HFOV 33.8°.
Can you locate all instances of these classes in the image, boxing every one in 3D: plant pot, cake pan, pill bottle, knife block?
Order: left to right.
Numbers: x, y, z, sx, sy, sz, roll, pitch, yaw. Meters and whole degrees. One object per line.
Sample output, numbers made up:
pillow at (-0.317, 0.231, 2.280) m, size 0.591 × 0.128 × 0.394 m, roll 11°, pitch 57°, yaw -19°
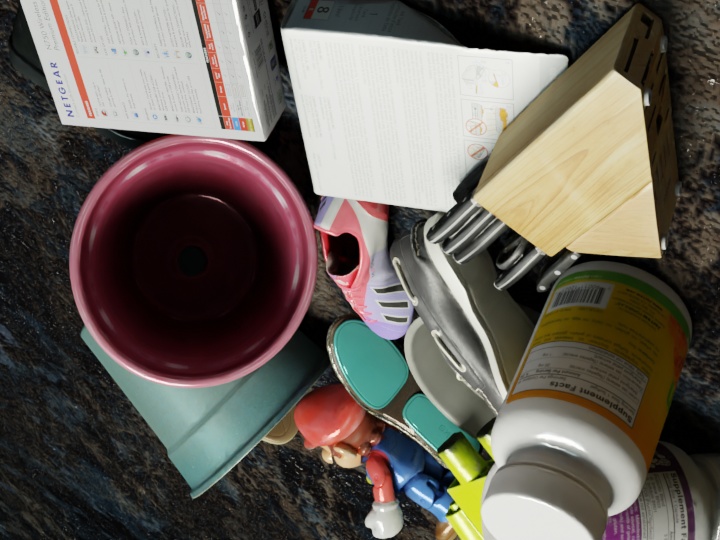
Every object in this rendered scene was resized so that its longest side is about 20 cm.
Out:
plant pot at (-0.141, -0.010, 1.009) m, size 0.199 × 0.201 × 0.179 m, roll 41°, pitch 176°, yaw -7°
plant pot at (-0.161, 0.084, 1.179) m, size 0.196 × 0.200 × 0.200 m, roll 46°, pitch 149°, yaw -1°
cake pan at (0.131, 0.094, 1.025) m, size 0.198 × 0.037 × 0.202 m, roll 26°, pitch 148°, yaw 18°
knife block at (0.113, -0.070, 0.766) m, size 0.173 × 0.065 × 0.202 m, roll 5°, pitch 139°, yaw 25°
pill bottle at (0.157, 0.101, 0.836) m, size 0.109 × 0.201 × 0.112 m, roll 19°, pitch 144°, yaw 15°
pill bottle at (0.203, 0.193, 0.931) m, size 0.196 × 0.114 × 0.113 m, roll -1°, pitch 156°, yaw -19°

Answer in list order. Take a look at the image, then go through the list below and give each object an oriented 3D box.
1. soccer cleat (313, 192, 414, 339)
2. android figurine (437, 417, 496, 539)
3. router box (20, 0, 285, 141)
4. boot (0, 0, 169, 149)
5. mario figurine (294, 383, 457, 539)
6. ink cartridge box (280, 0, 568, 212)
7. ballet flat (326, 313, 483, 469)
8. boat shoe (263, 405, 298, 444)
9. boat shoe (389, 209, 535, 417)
soccer cleat at (0.000, 0.000, 0.993) m, size 0.066 × 0.077 × 0.202 m, roll 20°, pitch 145°, yaw 25°
android figurine at (0.155, 0.226, 1.063) m, size 0.201 × 0.041 × 0.181 m, roll 54°, pitch 141°, yaw -5°
router box at (-0.156, -0.195, 0.850) m, size 0.176 × 0.049 × 0.202 m, roll 7°, pitch 133°, yaw 17°
boot at (-0.211, -0.199, 0.956) m, size 0.196 × 0.074 × 0.163 m, roll 31°, pitch 143°, yaw 7°
mario figurine at (0.016, 0.191, 1.185) m, size 0.199 × 0.107 × 0.123 m, roll 35°, pitch -178°, yaw -6°
ink cartridge box at (0.051, -0.114, 0.839) m, size 0.196 × 0.051 × 0.164 m, roll 7°, pitch 141°, yaw 15°
ballet flat at (0.036, 0.117, 1.139) m, size 0.200 × 0.068 × 0.075 m, roll 43°, pitch 175°, yaw -13°
boat shoe at (-0.147, 0.131, 1.341) m, size 0.199 × 0.071 × 0.065 m, roll 36°, pitch 157°, yaw 18°
boat shoe at (0.090, 0.052, 0.912) m, size 0.060 × 0.074 × 0.202 m, roll -25°, pitch 100°, yaw 40°
